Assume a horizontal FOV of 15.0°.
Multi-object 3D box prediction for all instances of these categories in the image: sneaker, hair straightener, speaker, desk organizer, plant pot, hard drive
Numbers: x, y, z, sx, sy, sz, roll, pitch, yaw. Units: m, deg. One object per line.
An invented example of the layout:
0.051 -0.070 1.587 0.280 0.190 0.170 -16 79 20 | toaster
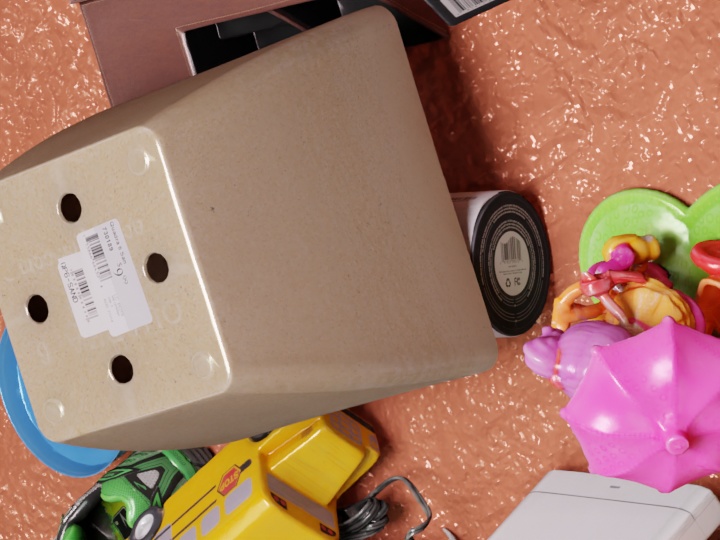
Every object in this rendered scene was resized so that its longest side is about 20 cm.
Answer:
-0.168 0.178 1.692 0.078 0.085 0.200 44 126 16 | sneaker
-0.025 0.159 1.596 0.200 0.041 0.077 -25 67 51 | hair straightener
0.000 0.000 1.516 0.200 0.081 0.081 -3 103 36 | speaker
-0.056 -0.140 1.516 0.200 0.072 0.077 -10 102 37 | desk organizer
-0.082 -0.006 1.415 0.200 0.177 0.200 -18 90 38 | plant pot
0.084 0.182 1.423 0.132 0.200 0.027 1 131 53 | hard drive

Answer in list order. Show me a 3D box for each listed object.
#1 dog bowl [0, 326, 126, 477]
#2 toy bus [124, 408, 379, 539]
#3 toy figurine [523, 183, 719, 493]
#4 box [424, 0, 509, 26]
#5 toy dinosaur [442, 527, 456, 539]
-0.142 0.037 1.645 0.112 0.050 0.200 51 126 17 | dog bowl
-0.076 0.156 1.581 0.065 0.078 0.200 35 115 -27 | toy bus
0.151 0.036 1.356 0.200 0.184 0.150 21 116 29 | toy figurine
0.101 -0.225 1.303 0.200 0.079 0.141 -22 69 13 | box
0.110 0.191 1.507 0.200 0.077 0.102 -16 103 41 | toy dinosaur
